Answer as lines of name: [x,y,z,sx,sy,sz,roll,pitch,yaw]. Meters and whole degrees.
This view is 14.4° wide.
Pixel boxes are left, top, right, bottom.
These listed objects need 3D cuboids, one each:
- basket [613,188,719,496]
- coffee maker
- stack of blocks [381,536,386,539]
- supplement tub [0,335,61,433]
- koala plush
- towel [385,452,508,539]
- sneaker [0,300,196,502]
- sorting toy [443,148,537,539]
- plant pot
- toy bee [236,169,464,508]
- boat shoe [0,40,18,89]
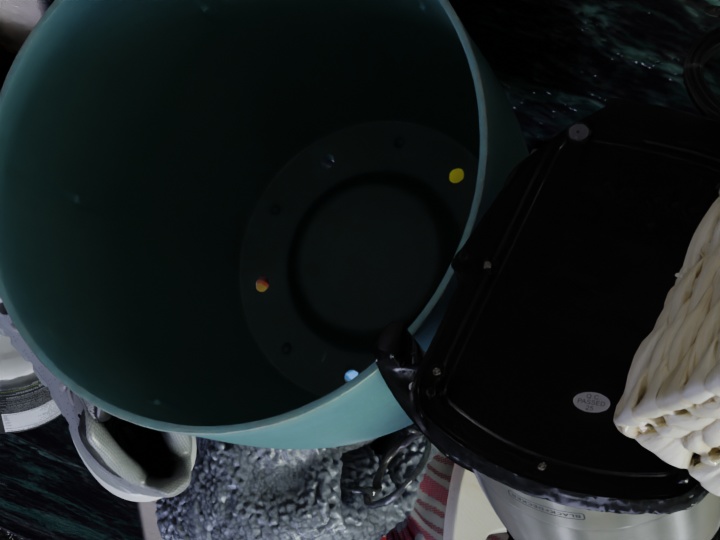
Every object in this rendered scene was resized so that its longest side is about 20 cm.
basket: [0.176,-0.011,0.828,0.123,0.200,0.136,28,165,-6]
coffee maker: [0.114,0.044,1.010,0.135,0.192,0.200,42,165,27]
stack of blocks: [0.056,0.147,1.624,0.200,0.115,0.059,7,136,-36]
supplement tub: [-0.216,0.029,1.717,0.122,0.123,0.200,22,167,0]
koala plush: [-0.060,0.043,1.486,0.177,0.184,0.200,-4,129,26]
towel: [0.080,0.145,1.550,0.146,0.030,0.200,24,-150,-20]
sneaker: [-0.135,0.026,1.374,0.200,0.075,0.115,55,172,-9]
sorting toy: [0.119,0.074,1.258,0.200,0.180,0.107,25,166,-11]
plant pot: [-0.022,-0.020,1.106,0.200,0.201,0.161,16,172,24]
toy bee: [0.000,0.000,1.241,0.109,0.131,0.200,39,-171,-12]
boat shoe: [-0.182,-0.084,1.371,0.200,0.070,0.070,25,132,21]
